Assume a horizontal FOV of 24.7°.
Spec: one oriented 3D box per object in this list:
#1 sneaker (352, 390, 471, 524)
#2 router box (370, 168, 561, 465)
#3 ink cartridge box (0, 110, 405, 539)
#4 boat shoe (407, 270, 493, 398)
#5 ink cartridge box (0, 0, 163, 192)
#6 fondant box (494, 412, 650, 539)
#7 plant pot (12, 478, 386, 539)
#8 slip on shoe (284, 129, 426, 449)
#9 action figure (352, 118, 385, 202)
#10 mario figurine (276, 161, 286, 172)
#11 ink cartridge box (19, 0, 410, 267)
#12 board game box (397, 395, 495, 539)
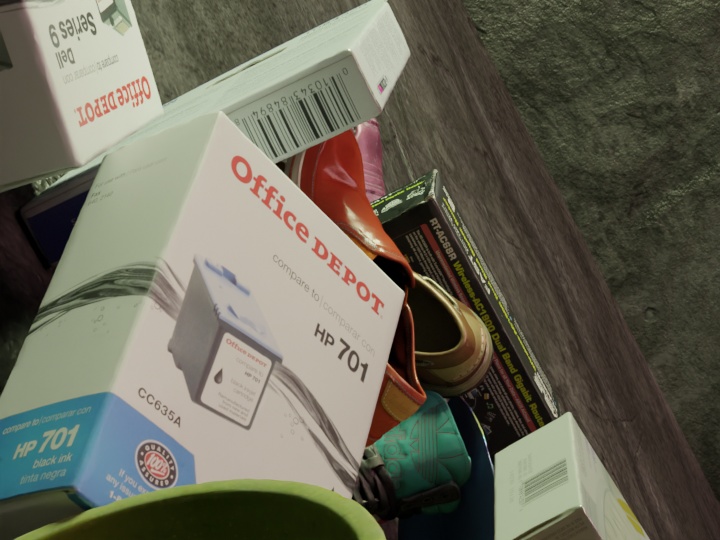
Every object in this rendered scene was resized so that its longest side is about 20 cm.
[{"bbox_3d":[0.003,0.120,0.983,0.084,0.120,0.200,67,15,10],"label":"sneaker"},{"bbox_3d":[0.031,0.053,1.137,0.201,0.149,0.062,61,14,-17],"label":"router box"},{"bbox_3d":[-0.072,0.056,0.731,0.146,0.085,0.201,43,48,-32],"label":"ink cartridge box"},{"bbox_3d":[-0.007,0.009,1.030,0.198,0.076,0.074,24,-11,16],"label":"boat shoe"},{"bbox_3d":[-0.176,-0.146,0.787,0.146,0.083,0.202,-57,132,-72],"label":"ink cartridge box"},{"bbox_3d":[0.149,0.196,0.929,0.201,0.058,0.144,58,12,-11],"label":"fondant box"},{"bbox_3d":[-0.061,0.202,0.552,0.200,0.198,0.192,-74,149,-69],"label":"plant pot"},{"bbox_3d":[0.000,0.000,0.890,0.074,0.061,0.202,40,35,-49],"label":"slip on shoe"},{"bbox_3d":[-0.007,-0.058,1.218,0.134,0.147,0.202,24,56,-60],"label":"action figure"},{"bbox_3d":[-0.089,0.017,0.891,0.124,0.105,0.201,57,30,-24],"label":"mario figurine"},{"bbox_3d":[-0.069,-0.082,0.908,0.044,0.195,0.200,62,15,-11],"label":"ink cartridge box"},{"bbox_3d":[0.071,0.177,1.055,0.201,0.038,0.159,116,-29,-53],"label":"board game box"}]
